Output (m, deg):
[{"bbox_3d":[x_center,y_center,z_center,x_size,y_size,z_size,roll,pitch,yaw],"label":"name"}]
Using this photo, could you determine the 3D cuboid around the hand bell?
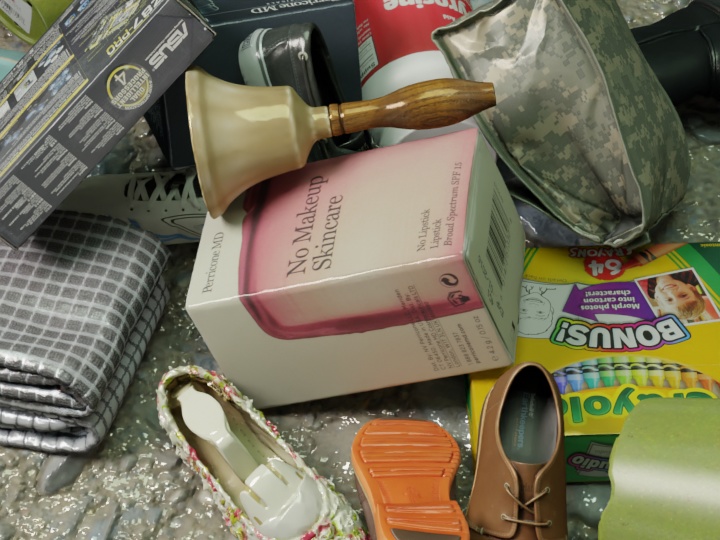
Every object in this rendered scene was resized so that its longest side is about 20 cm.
[{"bbox_3d":[-0.009,-0.100,1.439,0.199,0.104,0.104,-8,45,3],"label":"hand bell"}]

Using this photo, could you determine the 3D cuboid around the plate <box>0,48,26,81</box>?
[{"bbox_3d":[-0.302,-0.115,1.668,0.199,0.026,0.201,2,45,-2],"label":"plate"}]

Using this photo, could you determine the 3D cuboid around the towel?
[{"bbox_3d":[-0.246,0.029,1.484,0.199,0.086,0.166,10,45,9],"label":"towel"}]

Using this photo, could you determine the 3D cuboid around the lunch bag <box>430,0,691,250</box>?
[{"bbox_3d":[0.155,-0.110,1.550,0.117,0.200,0.164,-29,0,22],"label":"lunch bag"}]

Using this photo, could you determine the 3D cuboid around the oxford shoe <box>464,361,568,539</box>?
[{"bbox_3d":[0.098,0.153,1.348,0.071,0.071,0.201,1,71,-2],"label":"oxford shoe"}]

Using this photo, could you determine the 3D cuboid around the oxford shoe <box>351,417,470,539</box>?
[{"bbox_3d":[0.029,0.158,1.380,0.071,0.073,0.200,2,25,-2],"label":"oxford shoe"}]

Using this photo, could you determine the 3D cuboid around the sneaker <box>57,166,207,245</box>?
[{"bbox_3d":[-0.124,-0.053,1.579,0.199,0.073,0.072,3,47,3],"label":"sneaker"}]

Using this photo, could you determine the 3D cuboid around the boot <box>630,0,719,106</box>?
[{"bbox_3d":[0.260,-0.135,1.666,0.168,0.077,0.200,-22,43,-26],"label":"boot"}]

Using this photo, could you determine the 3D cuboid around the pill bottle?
[{"bbox_3d":[0.043,-0.147,1.649,0.112,0.113,0.200,-6,46,-7],"label":"pill bottle"}]

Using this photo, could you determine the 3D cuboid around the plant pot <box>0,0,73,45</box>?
[{"bbox_3d":[-0.213,-0.276,1.744,0.187,0.187,0.200,32,67,27],"label":"plant pot"}]

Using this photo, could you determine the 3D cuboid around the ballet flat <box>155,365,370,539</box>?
[{"bbox_3d":[-0.071,0.132,1.398,0.076,0.064,0.200,-44,58,-9],"label":"ballet flat"}]

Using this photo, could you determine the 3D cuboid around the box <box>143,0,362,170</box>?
[{"bbox_3d":[-0.095,-0.169,1.629,0.148,0.107,0.200,-11,26,-13],"label":"box"}]

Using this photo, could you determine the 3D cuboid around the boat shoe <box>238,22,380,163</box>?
[{"bbox_3d":[-0.019,-0.085,1.528,0.056,0.200,0.069,-15,28,27],"label":"boat shoe"}]

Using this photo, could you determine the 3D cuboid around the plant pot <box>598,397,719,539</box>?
[{"bbox_3d":[0.253,0.152,1.326,0.189,0.201,0.200,9,44,25],"label":"plant pot"}]

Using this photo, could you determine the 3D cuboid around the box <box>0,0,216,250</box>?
[{"bbox_3d":[-0.195,-0.125,1.484,0.200,0.049,0.161,-47,25,5],"label":"box"}]

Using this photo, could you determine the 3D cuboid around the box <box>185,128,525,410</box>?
[{"bbox_3d":[0.000,0.000,1.457,0.199,0.109,0.128,-11,42,19],"label":"box"}]

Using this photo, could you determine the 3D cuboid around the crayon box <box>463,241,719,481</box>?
[{"bbox_3d":[0.170,0.061,1.482,0.199,0.058,0.173,-2,45,-2],"label":"crayon box"}]
